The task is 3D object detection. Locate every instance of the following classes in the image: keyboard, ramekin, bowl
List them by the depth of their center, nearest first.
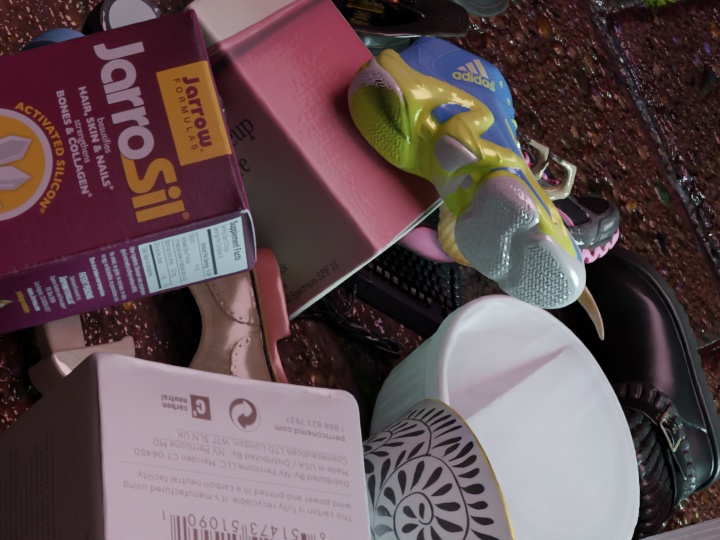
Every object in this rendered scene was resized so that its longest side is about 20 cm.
[{"bbox_3d":[0.018,0.186,1.421,0.093,0.201,0.202,-8,71,-21],"label":"bowl"},{"bbox_3d":[0.093,0.126,1.582,0.202,0.094,0.204,26,51,-36],"label":"ramekin"},{"bbox_3d":[0.000,0.000,1.617,0.199,0.021,0.128,31,47,-32],"label":"keyboard"}]

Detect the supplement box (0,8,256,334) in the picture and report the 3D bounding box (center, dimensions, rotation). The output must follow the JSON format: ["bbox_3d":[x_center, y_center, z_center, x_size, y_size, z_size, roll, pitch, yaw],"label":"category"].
[{"bbox_3d":[-0.171,-0.050,1.309,0.198,0.103,0.132,-15,73,-6],"label":"supplement box"}]

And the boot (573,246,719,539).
[{"bbox_3d":[0.194,0.094,1.726,0.157,0.079,0.212,-22,85,-52],"label":"boot"}]

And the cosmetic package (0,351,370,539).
[{"bbox_3d":[-0.112,0.165,1.229,0.164,0.200,0.166,12,59,-32],"label":"cosmetic package"}]

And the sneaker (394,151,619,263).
[{"bbox_3d":[0.111,-0.056,1.658,0.199,0.079,0.096,0,102,-36],"label":"sneaker"}]

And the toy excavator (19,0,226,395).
[{"bbox_3d":[-0.170,-0.042,1.410,0.195,0.100,0.200,53,52,-6],"label":"toy excavator"}]

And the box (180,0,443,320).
[{"bbox_3d":[-0.052,-0.089,1.508,0.200,0.128,0.109,52,48,-3],"label":"box"}]

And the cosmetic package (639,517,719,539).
[{"bbox_3d":[0.253,0.290,1.641,0.107,0.090,0.201,49,25,-68],"label":"cosmetic package"}]

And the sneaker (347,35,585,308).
[{"bbox_3d":[0.086,-0.074,1.467,0.200,0.076,0.105,49,47,-5],"label":"sneaker"}]

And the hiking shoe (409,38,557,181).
[{"bbox_3d":[0.087,-0.104,1.733,0.200,0.074,0.087,37,45,-27],"label":"hiking shoe"}]

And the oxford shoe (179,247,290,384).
[{"bbox_3d":[-0.079,0.087,1.456,0.074,0.070,0.202,-5,74,-14],"label":"oxford shoe"}]

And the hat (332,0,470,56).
[{"bbox_3d":[-0.018,-0.164,1.630,0.199,0.081,0.201,15,19,-5],"label":"hat"}]

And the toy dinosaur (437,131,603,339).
[{"bbox_3d":[0.103,-0.042,1.596,0.199,0.102,0.058,31,7,-12],"label":"toy dinosaur"}]

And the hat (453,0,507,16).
[{"bbox_3d":[0.033,-0.271,1.763,0.200,0.080,0.202,38,41,-43],"label":"hat"}]
